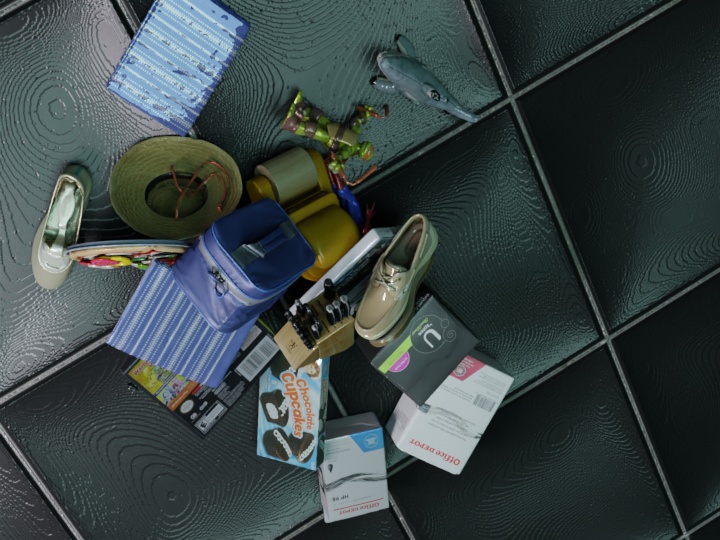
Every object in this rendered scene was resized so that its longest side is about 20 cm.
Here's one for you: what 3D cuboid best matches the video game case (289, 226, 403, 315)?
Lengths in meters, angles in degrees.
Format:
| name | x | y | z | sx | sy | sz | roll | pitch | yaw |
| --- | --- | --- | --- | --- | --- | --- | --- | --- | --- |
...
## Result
| name | x | y | z | sx | sy | sz | roll | pitch | yaw |
| --- | --- | --- | --- | --- | --- | --- | --- | --- | --- |
| video game case | 0.000 | 0.000 | 1.683 | 0.200 | 0.181 | 0.024 | -43 | 75 | 24 |

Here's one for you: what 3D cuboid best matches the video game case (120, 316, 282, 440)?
| name | x | y | z | sx | sy | sz | roll | pitch | yaw |
| --- | --- | --- | --- | --- | --- | --- | --- | --- | --- |
| video game case | -0.236 | 0.132 | 1.632 | 0.200 | 0.025 | 0.181 | -47 | 121 | -4 |

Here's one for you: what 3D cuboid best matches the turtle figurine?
| name | x | y | z | sx | sy | sz | roll | pitch | yaw |
| --- | --- | --- | --- | --- | --- | --- | --- | --- | --- |
| turtle figurine | -0.037 | -0.216 | 1.654 | 0.159 | 0.202 | 0.065 | 28 | 140 | -5 |

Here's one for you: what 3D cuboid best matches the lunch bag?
| name | x | y | z | sx | sy | sz | roll | pitch | yaw |
| --- | --- | --- | --- | --- | --- | --- | --- | --- | --- |
| lunch bag | -0.165 | -0.014 | 1.535 | 0.136 | 0.200 | 0.132 | 49 | 121 | 3 |

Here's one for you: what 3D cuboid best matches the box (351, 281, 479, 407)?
| name | x | y | z | sx | sy | sz | roll | pitch | yaw |
| --- | --- | --- | --- | --- | --- | --- | --- | --- | --- |
| box | 0.077 | 0.096 | 1.741 | 0.124 | 0.200 | 0.149 | 41 | 94 | -24 |

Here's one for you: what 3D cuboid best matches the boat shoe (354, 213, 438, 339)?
| name | x | y | z | sx | sy | sz | roll | pitch | yaw |
| --- | --- | --- | --- | --- | --- | --- | --- | --- | --- |
| boat shoe | 0.048 | 0.007 | 1.591 | 0.202 | 0.071 | 0.065 | -58 | 155 | -8 |

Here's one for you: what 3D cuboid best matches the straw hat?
| name | x | y | z | sx | sy | sz | roll | pitch | yaw |
| --- | --- | --- | --- | --- | --- | --- | --- | --- | --- |
| straw hat | -0.279 | -0.104 | 1.623 | 0.197 | 0.204 | 0.086 | -8 | 151 | -14 |

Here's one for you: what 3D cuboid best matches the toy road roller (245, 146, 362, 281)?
| name | x | y | z | sx | sy | sz | roll | pitch | yaw |
| --- | --- | --- | --- | --- | --- | --- | --- | --- | --- |
| toy road roller | -0.076 | -0.082 | 1.652 | 0.122 | 0.145 | 0.203 | -29 | 113 | -27 |

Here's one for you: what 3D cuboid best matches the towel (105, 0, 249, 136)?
| name | x | y | z | sx | sy | sz | roll | pitch | yaw |
| --- | --- | --- | --- | --- | --- | --- | --- | --- | --- |
| towel | -0.271 | -0.322 | 1.588 | 0.143 | 0.024 | 0.202 | 30 | 99 | -25 |

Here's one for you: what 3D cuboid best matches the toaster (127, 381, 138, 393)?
| name | x | y | z | sx | sy | sz | roll | pitch | yaw |
| --- | --- | --- | --- | --- | --- | --- | --- | --- | --- |
| toaster | -0.259 | 0.164 | 1.710 | 0.200 | 0.114 | 0.130 | -43 | 117 | -3 |

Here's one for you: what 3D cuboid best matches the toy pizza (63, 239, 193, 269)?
| name | x | y | z | sx | sy | sz | roll | pitch | yaw |
| --- | --- | --- | --- | --- | --- | --- | --- | --- | --- |
| toy pizza | -0.338 | -0.020 | 1.580 | 0.196 | 0.200 | 0.032 | -2 | 86 | -16 |

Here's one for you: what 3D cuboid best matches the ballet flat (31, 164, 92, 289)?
| name | x | y | z | sx | sy | sz | roll | pitch | yaw |
| --- | --- | --- | --- | --- | --- | --- | --- | --- | --- |
| ballet flat | -0.452 | -0.059 | 1.602 | 0.068 | 0.070 | 0.204 | 12 | 105 | -20 |

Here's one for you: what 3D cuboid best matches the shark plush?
| name | x | y | z | sx | sy | sz | roll | pitch | yaw |
| --- | --- | --- | --- | --- | --- | --- | --- | --- | --- |
| shark plush | 0.099 | -0.279 | 1.684 | 0.091 | 0.083 | 0.200 | -46 | 114 | 2 |

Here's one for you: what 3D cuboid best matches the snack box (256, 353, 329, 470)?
| name | x | y | z | sx | sy | sz | roll | pitch | yaw |
| --- | --- | --- | --- | --- | --- | --- | --- | --- | --- |
| snack box | -0.113 | 0.224 | 1.783 | 0.114 | 0.037 | 0.204 | 11 | 109 | 21 |

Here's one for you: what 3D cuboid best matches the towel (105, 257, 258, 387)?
| name | x | y | z | sx | sy | sz | roll | pitch | yaw |
| --- | --- | --- | --- | --- | --- | --- | --- | --- | --- |
| towel | -0.257 | 0.080 | 1.574 | 0.198 | 0.024 | 0.146 | 28 | 96 | -33 |

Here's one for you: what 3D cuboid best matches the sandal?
| name | x | y | z | sx | sy | sz | roll | pitch | yaw |
| --- | --- | --- | --- | --- | --- | --- | --- | --- | --- |
| sandal | 0.054 | 0.030 | 1.655 | 0.054 | 0.080 | 0.202 | 40 | 60 | -26 |

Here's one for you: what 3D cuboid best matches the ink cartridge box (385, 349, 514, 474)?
| name | x | y | z | sx | sy | sz | roll | pitch | yaw |
| --- | --- | --- | --- | --- | --- | --- | --- | --- | --- |
| ink cartridge box | 0.155 | 0.234 | 1.875 | 0.143 | 0.084 | 0.202 | 26 | 98 | -23 |

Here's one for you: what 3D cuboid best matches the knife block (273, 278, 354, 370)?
| name | x | y | z | sx | sy | sz | roll | pitch | yaw |
| --- | --- | --- | --- | --- | --- | --- | --- | --- | --- |
| knife block | -0.043 | 0.069 | 1.622 | 0.176 | 0.199 | 0.064 | -45 | 73 | 34 |

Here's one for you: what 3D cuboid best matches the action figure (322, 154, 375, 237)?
| name | x | y | z | sx | sy | sz | roll | pitch | yaw |
| --- | --- | --- | --- | --- | --- | --- | --- | --- | --- |
| action figure | -0.009 | -0.092 | 1.723 | 0.051 | 0.065 | 0.203 | -28 | 118 | -20 |

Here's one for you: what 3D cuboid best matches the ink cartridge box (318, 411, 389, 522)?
| name | x | y | z | sx | sy | sz | roll | pitch | yaw |
| --- | --- | --- | --- | --- | --- | --- | --- | --- | --- |
| ink cartridge box | -0.013 | 0.363 | 1.877 | 0.114 | 0.067 | 0.204 | -11 | 111 | -13 |
